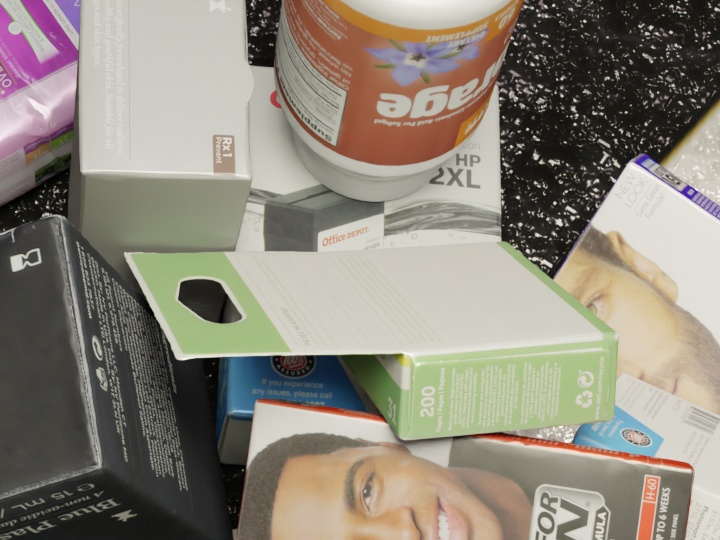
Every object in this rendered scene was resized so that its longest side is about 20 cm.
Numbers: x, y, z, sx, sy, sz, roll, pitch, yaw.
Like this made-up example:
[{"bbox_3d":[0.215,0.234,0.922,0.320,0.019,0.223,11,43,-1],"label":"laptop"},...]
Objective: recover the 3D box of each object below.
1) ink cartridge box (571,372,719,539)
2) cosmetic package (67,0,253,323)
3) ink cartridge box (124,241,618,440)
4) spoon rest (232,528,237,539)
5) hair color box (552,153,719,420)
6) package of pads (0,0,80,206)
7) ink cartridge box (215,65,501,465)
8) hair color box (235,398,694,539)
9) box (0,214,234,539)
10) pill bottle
[{"bbox_3d":[0.197,0.132,0.919,0.198,0.116,0.068,23,109,14],"label":"ink cartridge box"},{"bbox_3d":[-0.105,-0.046,0.947,0.089,0.200,0.108,0,62,-8],"label":"cosmetic package"},{"bbox_3d":[0.000,0.030,0.863,0.198,0.146,0.048,-4,109,-16],"label":"ink cartridge box"},{"bbox_3d":[-0.024,0.143,0.928,0.199,0.061,0.100,-37,41,7],"label":"spoon rest"},{"bbox_3d":[0.199,0.039,0.999,0.199,0.065,0.110,35,104,10],"label":"hair color box"},{"bbox_3d":[-0.181,-0.119,1.039,0.199,0.076,0.121,-31,71,-18],"label":"package of pads"},{"bbox_3d":[0.000,0.000,1.005,0.143,0.084,0.202,4,66,-6],"label":"ink cartridge box"},{"bbox_3d":[0.046,0.122,0.851,0.198,0.061,0.103,7,88,9],"label":"hair color box"},{"bbox_3d":[-0.181,0.086,0.855,0.195,0.200,0.119,-17,68,7],"label":"box"},{"bbox_3d":[0.016,-0.116,0.902,0.111,0.200,0.113,3,65,-5],"label":"pill bottle"}]
